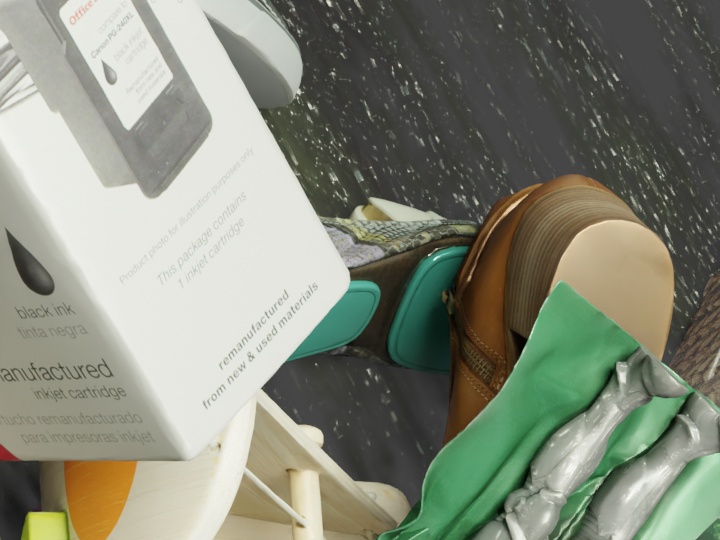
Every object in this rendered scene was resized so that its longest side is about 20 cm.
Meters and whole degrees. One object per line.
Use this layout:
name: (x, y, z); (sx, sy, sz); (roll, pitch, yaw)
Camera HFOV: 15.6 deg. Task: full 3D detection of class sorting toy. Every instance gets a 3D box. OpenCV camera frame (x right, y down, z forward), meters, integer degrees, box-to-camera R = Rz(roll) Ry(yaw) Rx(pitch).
sorting toy: (-0.060, 0.130, 0.826); (0.200, 0.107, 0.180); (52, 38, -65)

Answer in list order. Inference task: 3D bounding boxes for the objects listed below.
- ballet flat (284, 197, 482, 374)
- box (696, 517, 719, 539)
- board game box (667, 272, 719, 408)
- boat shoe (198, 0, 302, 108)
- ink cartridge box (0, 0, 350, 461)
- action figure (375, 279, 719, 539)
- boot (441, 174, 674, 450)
ballet flat: (0.000, 0.000, 1.002); (0.200, 0.072, 0.072); (0, 66, -42)
box: (0.136, 0.157, 0.897); (0.144, 0.036, 0.200); (31, 48, -24)
board game box: (0.221, 0.098, 1.106); (0.200, 0.097, 0.159); (45, 44, -11)
boat shoe: (-0.084, -0.126, 0.965); (0.200, 0.069, 0.057); (37, 62, -44)
ink cartridge box: (-0.116, -0.050, 0.699); (0.083, 0.145, 0.200); (-48, 120, -36)
action figure: (0.036, 0.111, 0.814); (0.118, 0.200, 0.055); (37, 6, -33)
boot: (0.047, 0.063, 0.921); (0.077, 0.155, 0.200); (11, 94, -10)
